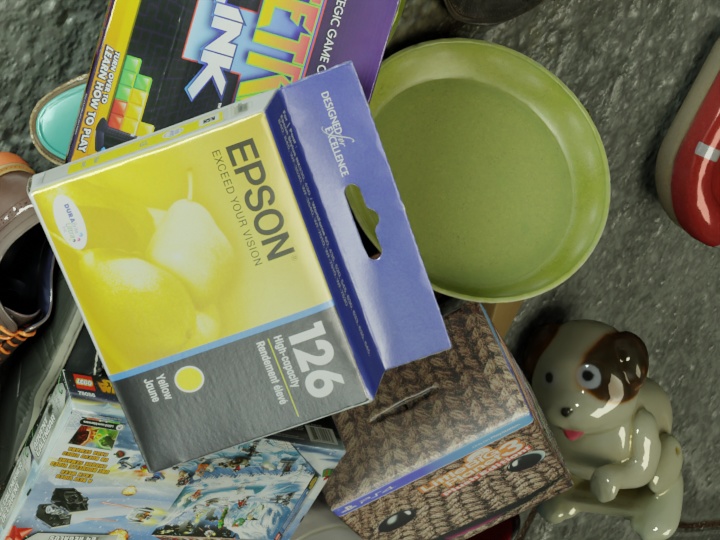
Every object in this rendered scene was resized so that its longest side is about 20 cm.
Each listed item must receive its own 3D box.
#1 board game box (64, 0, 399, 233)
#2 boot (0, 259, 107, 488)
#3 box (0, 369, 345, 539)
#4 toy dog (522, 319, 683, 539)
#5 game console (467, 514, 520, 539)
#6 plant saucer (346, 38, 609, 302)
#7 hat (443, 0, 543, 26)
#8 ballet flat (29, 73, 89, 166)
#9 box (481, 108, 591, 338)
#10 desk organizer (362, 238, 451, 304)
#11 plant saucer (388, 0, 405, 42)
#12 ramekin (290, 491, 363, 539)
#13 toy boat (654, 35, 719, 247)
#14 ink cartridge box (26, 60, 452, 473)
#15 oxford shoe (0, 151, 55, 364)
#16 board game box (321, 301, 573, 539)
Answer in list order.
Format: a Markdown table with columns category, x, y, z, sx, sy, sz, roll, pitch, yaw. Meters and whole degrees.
| category | x | y | z | sx | sy | sz | roll | pitch | yaw |
| --- | --- | --- | --- | --- | --- | --- | --- | --- | --- |
| board game box | -0.072 | -0.132 | 1.183 | 0.164 | 0.057 | 0.201 | 15 | 99 | -11 |
| boot | -0.148 | 0.070 | 1.301 | 0.153 | 0.074 | 0.204 | 6 | 129 | -23 |
| box | -0.127 | 0.139 | 1.296 | 0.199 | 0.040 | 0.137 | 12 | 124 | -31 |
| toy dog | 0.217 | 0.123 | 1.751 | 0.195 | 0.139 | 0.200 | -60 | 147 | -20 |
| game console | 0.094 | 0.284 | 1.758 | 0.172 | 0.119 | 0.201 | 22 | 102 | -53 |
| plant saucer | 0.078 | -0.067 | 1.403 | 0.199 | 0.200 | 0.031 | -34 | 170 | -25 |
| hat | 0.144 | -0.248 | 1.408 | 0.200 | 0.081 | 0.202 | -28 | 136 | -31 |
| ballet flat | -0.107 | -0.101 | 1.247 | 0.198 | 0.065 | 0.071 | -8 | 100 | -7 |
| box | 0.122 | -0.012 | 1.530 | 0.164 | 0.021 | 0.200 | -60 | 170 | -27 |
| desk organizer | 0.000 | 0.000 | 1.462 | 0.199 | 0.072 | 0.077 | -29 | 135 | -30 |
| plant saucer | -0.034 | -0.177 | 1.312 | 0.199 | 0.031 | 0.201 | -29 | 137 | -31 |
| ramekin | -0.076 | 0.237 | 1.551 | 0.202 | 0.094 | 0.203 | -29 | 138 | -30 |
| toy boat | 0.347 | -0.108 | 1.706 | 0.130 | 0.131 | 0.201 | 9 | 112 | -50 |
| ink cartridge box | -0.066 | 0.003 | 1.170 | 0.199 | 0.047 | 0.199 | -19 | 113 | 5 |
| oxford shoe | -0.236 | 0.031 | 1.222 | 0.071 | 0.072 | 0.201 | -3 | 121 | -47 |
| board game box | 0.056 | 0.128 | 1.488 | 0.159 | 0.097 | 0.200 | -27 | 154 | 5 |
